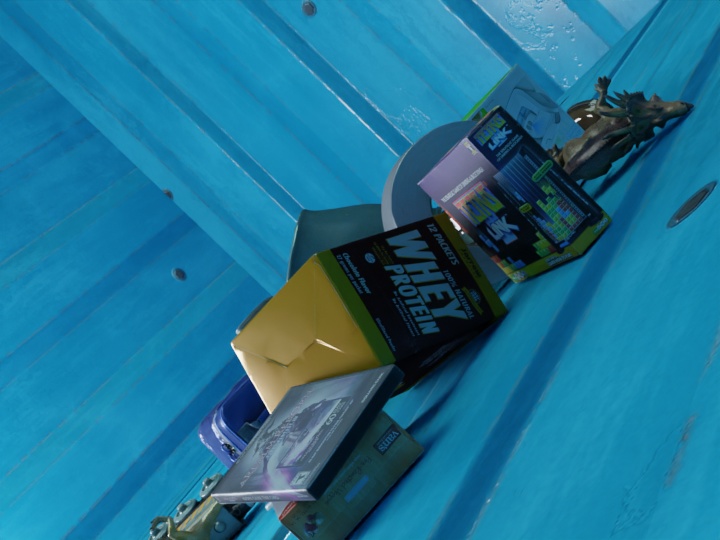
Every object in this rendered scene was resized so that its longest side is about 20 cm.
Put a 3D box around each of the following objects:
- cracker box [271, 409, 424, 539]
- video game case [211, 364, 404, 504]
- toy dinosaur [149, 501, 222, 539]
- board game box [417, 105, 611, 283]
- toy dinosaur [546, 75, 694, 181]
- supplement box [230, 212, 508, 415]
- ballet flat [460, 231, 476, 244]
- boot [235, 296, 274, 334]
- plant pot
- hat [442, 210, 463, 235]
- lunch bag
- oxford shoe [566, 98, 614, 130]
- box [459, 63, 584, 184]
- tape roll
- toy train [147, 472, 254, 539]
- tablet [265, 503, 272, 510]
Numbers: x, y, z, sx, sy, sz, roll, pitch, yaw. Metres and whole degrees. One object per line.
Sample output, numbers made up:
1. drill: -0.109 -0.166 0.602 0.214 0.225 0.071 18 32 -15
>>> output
1. cracker box: -0.019 0.194 1.088 0.134 0.058 0.200 -46 3 -9
2. video game case: -0.053 0.155 1.063 0.143 0.019 0.200 -53 18 -29
3. toy dinosaur: -0.239 0.376 1.561 0.058 0.101 0.200 85 -156 -48
4. board game box: 0.158 -0.074 1.222 0.057 0.165 0.200 -46 1 -15
5. toy dinosaur: 0.283 -0.147 1.339 0.200 0.086 0.136 -51 7 17
6. supplement box: 0.008 0.061 1.234 0.200 0.133 0.197 -19 -18 -43
7. ballet flat: 0.148 0.003 1.482 0.071 0.069 0.200 -23 19 33
8. boot: -0.071 0.127 1.442 0.073 0.200 0.182 -46 2 20
9. plant pot: 0.000 0.000 1.525 0.200 0.188 0.200 9 -90 -89
10. hat: 0.192 -0.093 2.087 0.201 0.081 0.201 -47 2 2
11. lunch bag: -0.190 0.267 2.063 0.200 0.136 0.132 -48 3 -42
12. oxford shoe: 0.319 -0.187 1.719 0.084 0.073 0.200 -65 9 -30
13. box: 0.211 -0.155 1.548 0.097 0.176 0.200 -43 3 41
14. tape roll: 0.128 -0.077 1.383 0.200 0.200 0.066 -47 1 -11
15. toy train: -0.230 0.377 1.642 0.200 0.085 0.114 -43 15 -2
16. tablet: -0.053 0.239 1.550 0.130 0.014 0.200 -45 3 30
